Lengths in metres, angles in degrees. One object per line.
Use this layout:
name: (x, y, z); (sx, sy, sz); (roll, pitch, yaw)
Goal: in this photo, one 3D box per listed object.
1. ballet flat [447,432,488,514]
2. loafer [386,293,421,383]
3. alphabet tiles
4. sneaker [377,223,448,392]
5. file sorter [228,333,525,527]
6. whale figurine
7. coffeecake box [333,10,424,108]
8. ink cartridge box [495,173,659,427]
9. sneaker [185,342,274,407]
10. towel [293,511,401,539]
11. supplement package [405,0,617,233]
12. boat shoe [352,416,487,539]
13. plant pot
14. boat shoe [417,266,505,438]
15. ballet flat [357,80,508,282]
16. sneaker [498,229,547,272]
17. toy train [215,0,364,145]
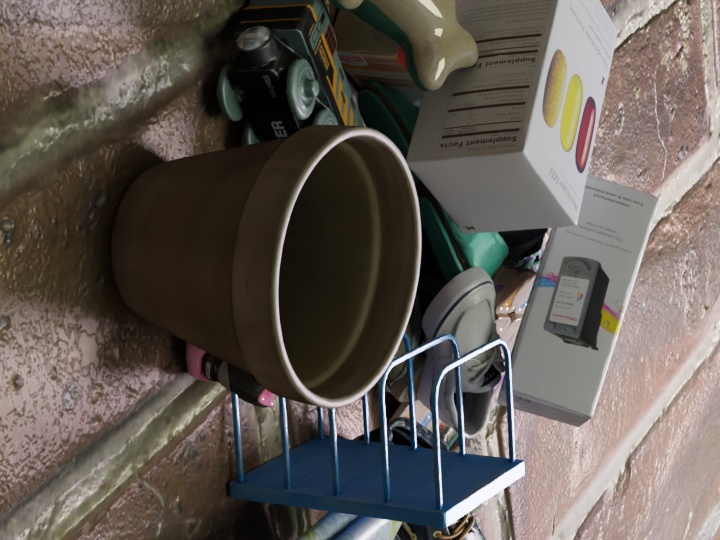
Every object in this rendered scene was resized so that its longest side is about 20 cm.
ballet flat: (0.074, 0.210, 1.832); (0.200, 0.075, 0.068); (-31, 156, -54)
loafer: (0.000, 0.000, 1.673); (0.070, 0.075, 0.201); (-18, 103, -51)
alphabet tiles: (0.103, 0.079, 1.818); (0.196, 0.015, 0.200); (-56, 154, 16)
sneaker: (0.059, 0.015, 1.763); (0.078, 0.079, 0.201); (-9, 106, -60)
file sorter: (0.011, 0.116, 1.585); (0.139, 0.199, 0.123); (-21, 111, -57)
whale figurine: (0.016, -0.236, 1.568); (0.159, 0.104, 0.200); (-39, 105, -45)
coffeecake box: (0.064, -0.209, 1.724); (0.200, 0.073, 0.154); (42, 62, -55)
ink cartridge box: (0.189, 0.028, 1.730); (0.148, 0.085, 0.201); (73, 34, -82)
sneaker: (-0.038, 0.038, 1.535); (0.200, 0.095, 0.079); (-38, 143, -28)
towel: (-0.045, 0.268, 1.601); (0.200, 0.048, 0.172); (-33, 150, -52)
supplement package: (0.128, -0.144, 1.632); (0.114, 0.109, 0.201); (47, 48, -46)
boat shoe: (0.069, 0.216, 1.713); (0.200, 0.091, 0.071); (48, 59, -3)
plant pot: (-0.078, -0.011, 1.423); (0.200, 0.173, 0.201); (-21, 114, -58)
boat shoe: (0.092, 0.076, 1.698); (0.072, 0.066, 0.200); (-28, 150, -28)
ballet flat: (0.068, -0.082, 1.694); (0.070, 0.067, 0.201); (-31, 99, -21)
sneaker: (0.152, -0.030, 1.814); (0.088, 0.074, 0.200); (62, 1, -11)
toy train: (-0.045, -0.127, 1.552); (0.200, 0.085, 0.114); (66, 33, -42)
